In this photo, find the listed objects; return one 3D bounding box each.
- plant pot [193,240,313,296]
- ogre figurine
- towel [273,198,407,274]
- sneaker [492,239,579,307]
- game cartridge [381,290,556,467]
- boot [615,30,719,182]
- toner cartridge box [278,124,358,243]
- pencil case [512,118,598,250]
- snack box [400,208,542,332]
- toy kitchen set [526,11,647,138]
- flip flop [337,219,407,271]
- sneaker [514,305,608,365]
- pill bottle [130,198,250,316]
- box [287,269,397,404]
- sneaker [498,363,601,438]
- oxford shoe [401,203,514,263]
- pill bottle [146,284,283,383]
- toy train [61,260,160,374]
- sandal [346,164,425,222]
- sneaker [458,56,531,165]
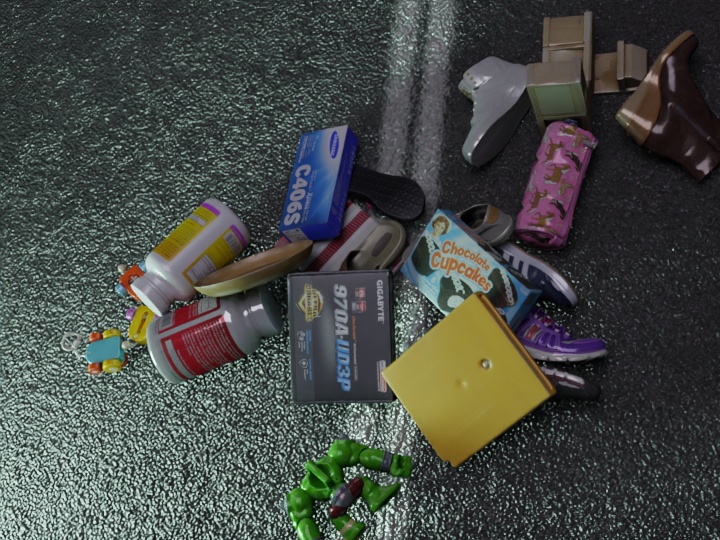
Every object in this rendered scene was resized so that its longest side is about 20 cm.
[{"bbox_3d":[-0.164,0.000,1.588,0.199,0.200,0.028,-19,100,12],"label":"plant pot"},{"bbox_3d":[-0.027,0.320,1.456,0.120,0.098,0.200,39,96,18],"label":"ogre figurine"},{"bbox_3d":[-0.029,-0.034,1.655,0.144,0.023,0.200,-47,62,-6],"label":"towel"},{"bbox_3d":[0.222,0.024,1.507,0.109,0.070,0.200,-46,53,-9],"label":"sneaker"},{"bbox_3d":[0.148,0.156,1.421,0.200,0.032,0.177,-43,75,29],"label":"game cartridge"},{"bbox_3d":[0.500,-0.249,1.532,0.166,0.072,0.200,36,78,7],"label":"boot"},{"bbox_3d":[-0.068,-0.144,1.680,0.095,0.043,0.201,-7,55,27],"label":"toner cartridge box"},{"bbox_3d":[0.298,-0.128,1.542,0.083,0.087,0.201,22,74,-5],"label":"pencil case"},{"bbox_3d":[0.156,0.015,1.459,0.200,0.037,0.116,45,115,32],"label":"snack box"},{"bbox_3d":[0.353,-0.333,1.553,0.162,0.180,0.201,-1,71,19],"label":"toy kitchen set"},{"bbox_3d":[0.000,0.000,1.585,0.081,0.058,0.200,34,82,27],"label":"flip flop"},{"bbox_3d":[0.257,0.088,1.451,0.199,0.081,0.084,12,89,25],"label":"sneaker"},{"bbox_3d":[-0.284,-0.019,1.675,0.104,0.104,0.200,34,70,29],"label":"pill bottle"},{"bbox_3d":[-0.027,0.101,1.531,0.158,0.046,0.201,-2,89,11],"label":"box"},{"bbox_3d":[0.236,0.190,1.438,0.199,0.076,0.116,11,79,33],"label":"sneaker"},{"bbox_3d":[0.139,-0.055,1.538,0.200,0.058,0.075,-19,39,39],"label":"oxford shoe"},{"bbox_3d":[-0.231,0.097,1.620,0.199,0.112,0.113,-22,62,10],"label":"pill bottle"},{"bbox_3d":[-0.404,0.088,1.724,0.150,0.056,0.200,38,81,31],"label":"toy train"},{"bbox_3d":[0.038,-0.124,1.662,0.075,0.045,0.200,-45,45,-17],"label":"sandal"},{"bbox_3d":[0.199,-0.263,1.648,0.115,0.074,0.200,27,69,30],"label":"sneaker"}]
